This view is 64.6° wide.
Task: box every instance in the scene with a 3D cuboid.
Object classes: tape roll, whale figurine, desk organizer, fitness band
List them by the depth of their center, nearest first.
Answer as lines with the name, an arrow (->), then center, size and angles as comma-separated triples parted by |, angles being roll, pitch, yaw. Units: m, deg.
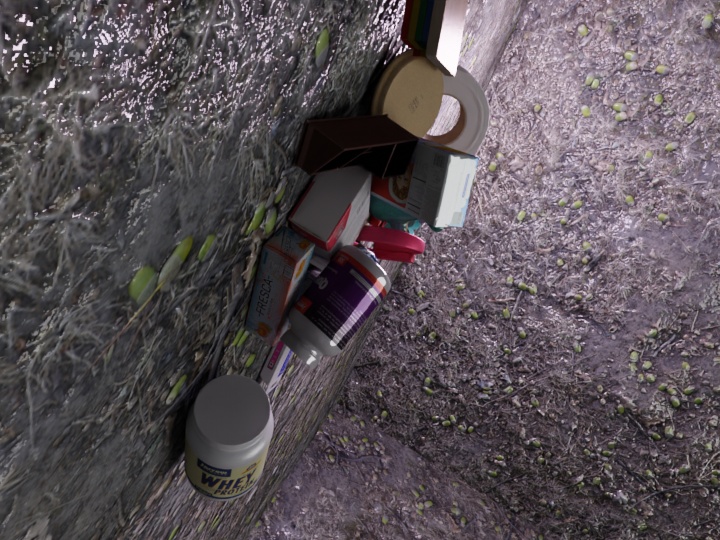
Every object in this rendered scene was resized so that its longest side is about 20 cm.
desk organizer -> -0.001, -0.182, 0.862 | 0.198, 0.077, 0.073 | -22, 144, -49
whale figurine -> 0.081, -0.142, 1.101 | 0.102, 0.199, 0.162 | -9, 122, -41
tape roll -> 0.159, -0.314, 1.158 | 0.071, 0.199, 0.205 | -90, -158, -60
fitness band -> 0.039, -0.058, 1.174 | 0.143, 0.197, 0.038 | 29, 72, -52

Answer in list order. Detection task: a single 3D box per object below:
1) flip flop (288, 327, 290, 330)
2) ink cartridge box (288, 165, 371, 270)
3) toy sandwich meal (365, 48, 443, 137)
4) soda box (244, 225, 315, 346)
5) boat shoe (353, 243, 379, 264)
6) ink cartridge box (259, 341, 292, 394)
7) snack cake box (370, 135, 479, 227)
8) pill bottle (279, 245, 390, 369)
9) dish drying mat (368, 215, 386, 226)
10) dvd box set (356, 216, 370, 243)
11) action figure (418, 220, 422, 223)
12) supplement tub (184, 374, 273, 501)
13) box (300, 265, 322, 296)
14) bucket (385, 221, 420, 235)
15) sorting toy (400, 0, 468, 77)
flip flop -> -0.141, 0.080, 1.105 | 0.082, 0.057, 0.202 | -55, 169, -39
ink cartridge box -> -0.049, -0.094, 1.015 | 0.149, 0.085, 0.200 | -59, 173, -15
toy sandwich meal -> 0.074, -0.310, 1.050 | 0.203, 0.070, 0.208 | -29, 137, -31
soda box -> -0.137, 0.029, 0.950 | 0.069, 0.063, 0.202 | -51, 167, -50
boat shoe -> 0.000, 0.000, 1.186 | 0.071, 0.073, 0.201 | -20, 147, -5
ink cartridge box -> -0.179, 0.186, 1.301 | 0.203, 0.037, 0.095 | -66, 172, 12
snack cake box -> 0.099, -0.157, 0.957 | 0.066, 0.199, 0.117 | -2, 113, -32
pill bottle -> -0.045, 0.064, 0.968 | 0.201, 0.112, 0.113 | -50, 170, -10
dish drying mat -> 0.038, -0.145, 1.330 | 0.078, 0.018, 0.200 | -65, -164, 10
dvd box set -> 0.019, -0.173, 1.253 | 0.146, 0.029, 0.204 | 79, 30, -78
action figure -> 0.097, -0.196, 1.302 | 0.194, 0.102, 0.205 | 50, 34, -77
supplement tub -> -0.224, 0.283, 0.963 | 0.146, 0.143, 0.202 | -53, 168, -43
box -> -0.074, 0.055, 1.275 | 0.124, 0.105, 0.200 | -63, 172, 19
bucket -> 0.119, -0.195, 1.546 | 0.209, 0.133, 0.208 | -58, 171, -14
sorting toy -> 0.125, -0.435, 0.914 | 0.198, 0.068, 0.205 | -29, 130, -70
